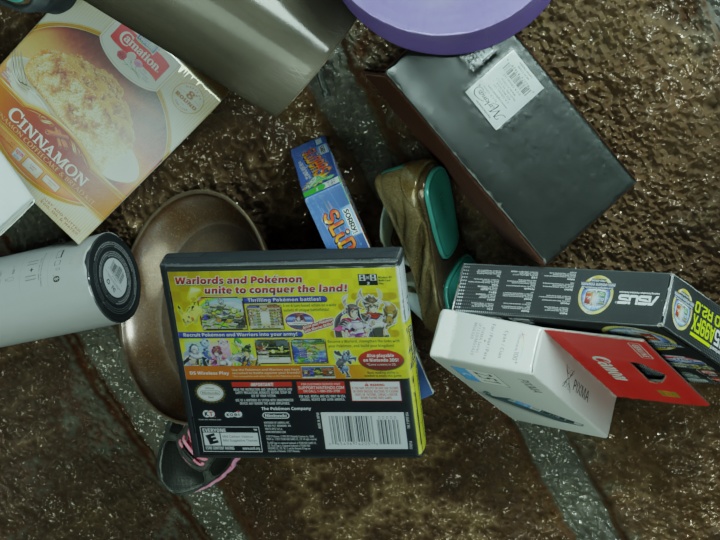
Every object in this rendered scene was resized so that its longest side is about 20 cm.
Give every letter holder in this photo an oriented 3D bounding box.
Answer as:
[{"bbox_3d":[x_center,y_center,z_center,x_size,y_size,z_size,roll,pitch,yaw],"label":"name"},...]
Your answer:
[{"bbox_3d":[0.107,-0.116,1.680,0.100,0.142,0.200,-41,99,-4],"label":"letter holder"}]

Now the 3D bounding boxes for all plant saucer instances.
[{"bbox_3d":[-0.133,0.032,1.795,0.199,0.036,0.203,-5,84,45],"label":"plant saucer"}]

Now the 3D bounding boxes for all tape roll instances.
[{"bbox_3d":[0.063,-0.267,1.556,0.198,0.085,0.202,0,86,4],"label":"tape roll"}]

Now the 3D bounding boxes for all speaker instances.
[{"bbox_3d":[-0.297,0.023,1.844,0.198,0.081,0.082,-12,114,28],"label":"speaker"}]

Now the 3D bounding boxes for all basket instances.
[{"bbox_3d":[-0.107,-0.227,1.628,0.199,0.181,0.136,39,154,-10],"label":"basket"}]

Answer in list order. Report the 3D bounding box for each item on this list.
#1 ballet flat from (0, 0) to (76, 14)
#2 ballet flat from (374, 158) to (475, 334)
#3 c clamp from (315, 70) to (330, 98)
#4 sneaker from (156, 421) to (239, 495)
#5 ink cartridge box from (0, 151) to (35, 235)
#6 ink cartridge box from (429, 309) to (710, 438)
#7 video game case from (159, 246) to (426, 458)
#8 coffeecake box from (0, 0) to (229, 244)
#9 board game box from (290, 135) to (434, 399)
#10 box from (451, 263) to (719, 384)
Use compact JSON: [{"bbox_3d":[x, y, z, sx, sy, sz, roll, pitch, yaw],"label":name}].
[{"bbox_3d":[-0.294,-0.251,1.702,0.199,0.073,0.074,29,130,44],"label":"ballet flat"},{"bbox_3d":[0.056,-0.007,1.759,0.072,0.068,0.201,5,131,33],"label":"ballet flat"},{"bbox_3d":[0.017,-0.250,1.665,0.199,0.027,0.172,-20,104,27],"label":"c clamp"},{"bbox_3d":[-0.130,0.135,1.860,0.079,0.095,0.200,43,119,5],"label":"sneaker"},{"bbox_3d":[-0.385,-0.078,1.776,0.199,0.083,0.146,-11,118,53],"label":"ink cartridge box"},{"bbox_3d":[0.173,0.091,1.700,0.175,0.045,0.200,8,165,28],"label":"ink cartridge box"},{"bbox_3d":[-0.053,0.069,1.691,0.198,0.026,0.182,-1,116,13],"label":"video game case"},{"bbox_3d":[-0.221,-0.147,1.753,0.153,0.073,0.200,44,119,-9],"label":"coffeecake box"},{"bbox_3d":[0.000,0.000,1.737,0.034,0.136,0.201,-23,112,1],"label":"board game box"},{"bbox_3d":[0.198,0.044,1.672,0.199,0.045,0.160,3,163,38],"label":"box"}]
